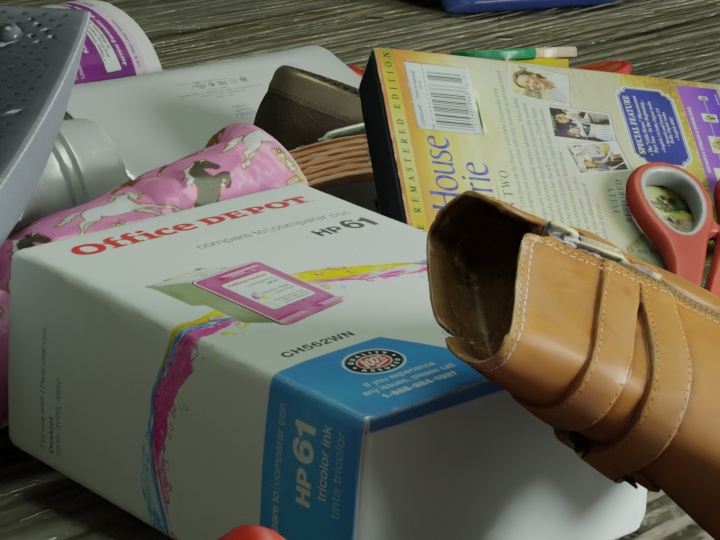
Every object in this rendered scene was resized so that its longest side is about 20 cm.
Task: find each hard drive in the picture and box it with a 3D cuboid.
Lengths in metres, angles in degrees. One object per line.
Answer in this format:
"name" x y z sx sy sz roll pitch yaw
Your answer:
"hard drive" -0.190 -0.045 0.862 0.134 0.042 0.200 4 36 10

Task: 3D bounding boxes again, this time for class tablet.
"tablet" -0.064 -0.082 1.247 0.200 0.014 0.130 -14 45 -37

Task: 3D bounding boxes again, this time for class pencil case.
"pencil case" -0.109 0.007 0.892 0.200 0.083 0.086 -26 48 -30

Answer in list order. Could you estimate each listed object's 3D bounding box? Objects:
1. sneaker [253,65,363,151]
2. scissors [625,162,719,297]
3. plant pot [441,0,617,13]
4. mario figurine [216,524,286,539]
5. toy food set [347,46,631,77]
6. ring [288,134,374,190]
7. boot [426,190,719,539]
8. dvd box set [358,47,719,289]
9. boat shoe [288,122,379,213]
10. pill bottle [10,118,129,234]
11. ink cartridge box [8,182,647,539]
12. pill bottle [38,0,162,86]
"sneaker" 0.034 -0.041 1.168 0.199 0.076 0.070 24 9 10
"scissors" 0.139 0.024 0.872 0.073 0.014 0.200 17 43 -8
"plant pot" 0.138 -0.338 1.992 0.199 0.201 0.180 -5 22 -14
"mario figurine" 0.020 0.128 0.569 0.199 0.106 0.123 5 -23 -17
"toy food set" 0.069 -0.116 1.396 0.197 0.049 0.200 0 5 31
"ring" 0.000 0.000 0.973 0.200 0.019 0.201 -7 36 5
"boot" 0.102 0.052 0.640 0.154 0.074 0.200 31 7 -27
"dvd box set" 0.105 -0.029 0.942 0.199 0.029 0.147 4 47 -16
"boat shoe" 0.001 -0.037 1.095 0.199 0.071 0.064 -14 18 -3
"pill bottle" -0.207 -0.010 0.963 0.199 0.116 0.116 -10 18 -28
"ink cartridge box" -0.015 0.041 0.790 0.144 0.085 0.200 -15 25 -40
"pill bottle" -0.216 -0.090 1.265 0.112 0.113 0.200 10 19 36
